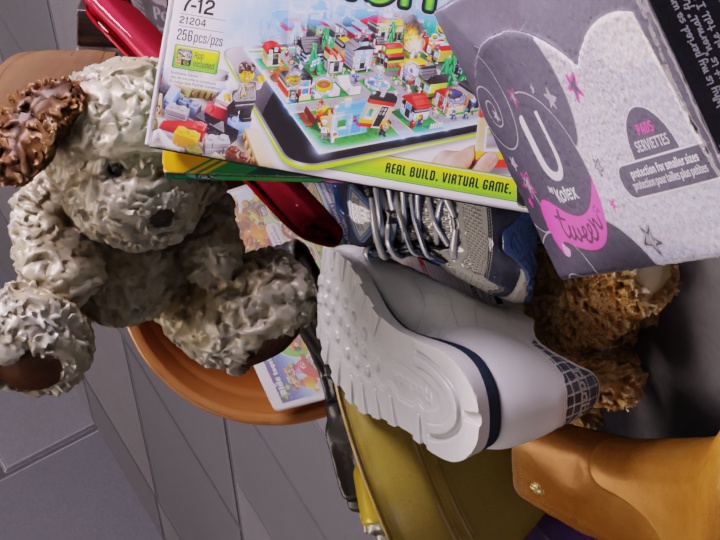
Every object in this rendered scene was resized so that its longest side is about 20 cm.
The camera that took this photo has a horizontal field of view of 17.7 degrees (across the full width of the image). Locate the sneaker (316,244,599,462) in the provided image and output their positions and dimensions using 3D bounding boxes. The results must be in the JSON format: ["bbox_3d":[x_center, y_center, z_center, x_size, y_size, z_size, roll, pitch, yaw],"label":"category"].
[{"bbox_3d":[0.041,0.039,1.196,0.200,0.080,0.077,40,138,53],"label":"sneaker"}]

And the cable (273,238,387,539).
[{"bbox_3d":[0.002,0.072,1.385,0.097,0.050,0.201,-28,-75,-66],"label":"cable"}]

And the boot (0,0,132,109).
[{"bbox_3d":[-0.172,-0.081,1.453,0.070,0.200,0.146,12,132,19],"label":"boot"}]

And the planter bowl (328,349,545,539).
[{"bbox_3d":[0.057,0.096,1.311,0.200,0.083,0.201,-21,-90,-81],"label":"planter bowl"}]

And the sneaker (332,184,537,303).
[{"bbox_3d":[0.034,-0.026,1.190,0.200,0.085,0.077,-149,57,-72],"label":"sneaker"}]

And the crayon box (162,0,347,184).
[{"bbox_3d":[-0.030,-0.143,1.132,0.058,0.118,0.201,-2,-86,-75],"label":"crayon box"}]

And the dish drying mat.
[{"bbox_3d":[-0.088,-0.091,1.355,0.200,0.018,0.077,46,-171,15],"label":"dish drying mat"}]

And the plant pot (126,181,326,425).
[{"bbox_3d":[-0.057,-0.011,1.528,0.140,0.200,0.200,-101,-13,-79],"label":"plant pot"}]

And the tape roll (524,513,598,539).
[{"bbox_3d":[0.153,0.214,1.398,0.200,0.066,0.200,55,163,26],"label":"tape roll"}]

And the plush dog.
[{"bbox_3d":[-0.123,-0.043,1.252,0.172,0.199,0.161,108,147,-41],"label":"plush dog"}]

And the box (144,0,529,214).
[{"bbox_3d":[0.006,-0.094,1.075,0.035,0.199,0.110,-3,-77,-75],"label":"box"}]

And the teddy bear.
[{"bbox_3d":[0.108,0.012,1.195,0.145,0.067,0.200,65,165,4],"label":"teddy bear"}]

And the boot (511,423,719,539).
[{"bbox_3d":[0.139,0.105,1.157,0.144,0.071,0.201,26,156,23],"label":"boot"}]

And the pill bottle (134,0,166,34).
[{"bbox_3d":[-0.097,-0.212,1.426,0.111,0.111,0.200,42,155,54],"label":"pill bottle"}]

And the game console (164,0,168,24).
[{"bbox_3d":[-0.132,-0.234,1.266,0.172,0.119,0.200,26,132,23],"label":"game console"}]

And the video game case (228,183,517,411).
[{"bbox_3d":[0.000,0.000,1.400,0.200,0.018,0.144,-16,104,34],"label":"video game case"}]

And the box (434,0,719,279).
[{"bbox_3d":[0.127,-0.078,0.876,0.132,0.115,0.200,65,166,-4],"label":"box"}]
